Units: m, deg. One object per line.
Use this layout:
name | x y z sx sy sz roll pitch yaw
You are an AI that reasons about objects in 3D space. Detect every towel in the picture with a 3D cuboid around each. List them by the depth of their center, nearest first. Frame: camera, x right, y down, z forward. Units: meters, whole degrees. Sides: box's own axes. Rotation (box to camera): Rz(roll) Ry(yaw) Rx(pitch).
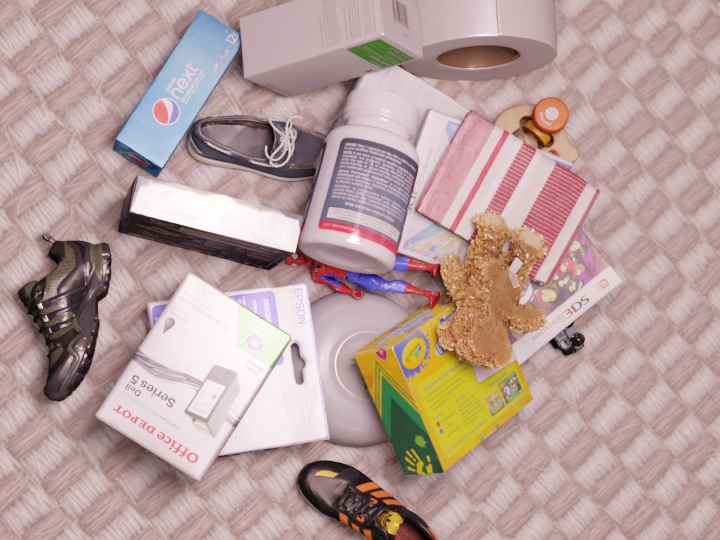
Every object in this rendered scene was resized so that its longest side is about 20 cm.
towel | 0.183 -0.088 1.662 0.200 0.023 0.144 30 89 -13

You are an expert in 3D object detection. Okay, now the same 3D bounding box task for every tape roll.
tape roll | 0.148 -0.335 1.704 0.202 0.203 0.139 0 82 -15

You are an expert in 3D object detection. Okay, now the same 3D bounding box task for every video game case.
video game case | 0.146 -0.084 1.677 0.200 0.022 0.183 19 93 -12
video game case | 0.206 -0.006 1.728 0.181 0.036 0.200 -39 92 3

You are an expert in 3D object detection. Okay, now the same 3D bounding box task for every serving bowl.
serving bowl | 0.001 0.121 1.672 0.200 0.066 0.200 2 83 -15

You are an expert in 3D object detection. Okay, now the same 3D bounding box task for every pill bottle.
pill bottle | 0.005 -0.107 1.590 0.119 0.120 0.200 18 76 -12

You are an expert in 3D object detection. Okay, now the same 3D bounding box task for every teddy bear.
teddy bear | 0.157 0.024 1.614 0.145 0.067 0.200 9 74 -24

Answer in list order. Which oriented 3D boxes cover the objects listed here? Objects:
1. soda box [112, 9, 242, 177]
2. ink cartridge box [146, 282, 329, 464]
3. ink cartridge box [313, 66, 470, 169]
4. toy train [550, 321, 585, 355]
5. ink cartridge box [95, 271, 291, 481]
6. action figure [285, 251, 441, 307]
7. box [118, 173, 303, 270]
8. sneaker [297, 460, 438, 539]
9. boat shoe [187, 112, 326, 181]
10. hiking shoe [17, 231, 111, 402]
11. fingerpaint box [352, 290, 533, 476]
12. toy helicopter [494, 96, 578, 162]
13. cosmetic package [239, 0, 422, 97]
soda box | -0.225 -0.219 1.658 0.068 0.064 0.200 32 75 -8
ink cartridge box | -0.150 0.125 1.630 0.200 0.043 0.198 -7 84 -6
ink cartridge box | 0.061 -0.158 1.706 0.200 0.047 0.160 29 77 -18
toy train | 0.229 0.025 1.765 0.046 0.034 0.200 -32 92 -4
ink cartridge box | -0.193 0.125 1.561 0.145 0.084 0.200 32 82 -2
action figure | 0.000 0.000 1.665 0.200 0.052 0.066 11 112 18
box | -0.183 -0.055 1.599 0.200 0.158 0.048 14 79 -12
sneaker | 0.017 0.295 1.639 0.200 0.090 0.070 35 75 -8
boat shoe | -0.116 -0.161 1.680 0.200 0.062 0.075 10 74 -15
hiking shoe | -0.360 0.056 1.588 0.101 0.076 0.200 12 70 -5
fingerpaint box | 0.104 0.131 1.643 0.200 0.073 0.167 -32 102 -44
toy helicopter | 0.230 -0.121 1.760 0.132 0.079 0.200 -20 83 -5
cosmetic package | -0.038 -0.286 1.639 0.108 0.200 0.085 13 67 -58
